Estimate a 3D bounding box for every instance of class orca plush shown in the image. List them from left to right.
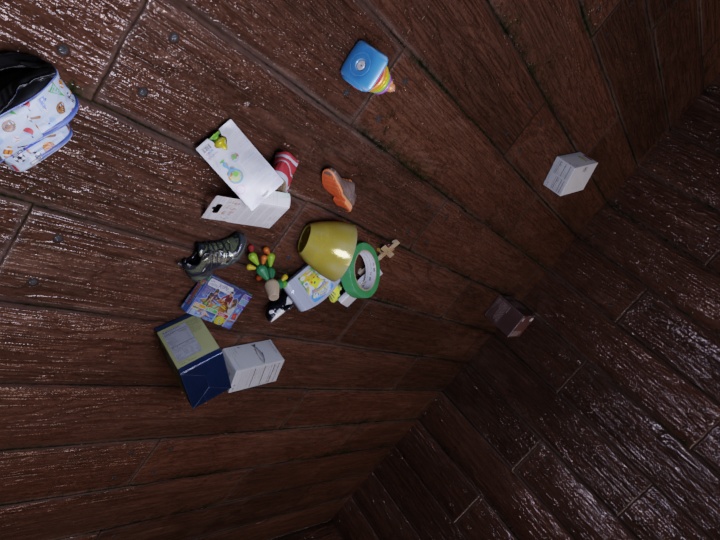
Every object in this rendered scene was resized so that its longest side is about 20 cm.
[{"bbox_3d":[-0.261,0.085,1.758,0.200,0.105,0.071,-38,115,-3],"label":"orca plush"}]

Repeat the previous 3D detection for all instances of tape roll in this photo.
[{"bbox_3d":[0.000,0.000,1.848,0.200,0.048,0.201,5,84,-55],"label":"tape roll"}]

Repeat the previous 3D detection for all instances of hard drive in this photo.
[{"bbox_3d":[0.001,0.061,2.008,0.200,0.027,0.132,-44,166,0],"label":"hard drive"}]

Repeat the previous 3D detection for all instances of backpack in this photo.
[{"bbox_3d":[-0.606,-0.285,0.903,0.190,0.200,0.154,-43,152,-12],"label":"backpack"}]

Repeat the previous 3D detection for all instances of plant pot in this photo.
[{"bbox_3d":[-0.120,-0.080,1.644,0.142,0.200,0.200,19,116,-23],"label":"plant pot"}]

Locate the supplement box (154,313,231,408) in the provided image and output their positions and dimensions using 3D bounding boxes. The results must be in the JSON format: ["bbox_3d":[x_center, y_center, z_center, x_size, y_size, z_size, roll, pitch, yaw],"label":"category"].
[{"bbox_3d":[-0.517,0.274,1.577,0.134,0.200,0.200,-26,143,-27],"label":"supplement box"}]

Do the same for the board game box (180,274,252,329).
[{"bbox_3d":[-0.444,0.096,1.587,0.136,0.034,0.200,-55,146,-3],"label":"board game box"}]

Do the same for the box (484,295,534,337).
[{"bbox_3d":[0.891,0.271,3.035,0.166,0.200,0.165,7,122,-49],"label":"box"}]

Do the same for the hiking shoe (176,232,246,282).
[{"bbox_3d":[-0.416,-0.050,1.443,0.200,0.076,0.101,-38,149,-7],"label":"hiking shoe"}]

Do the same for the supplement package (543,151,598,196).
[{"bbox_3d":[1.007,-0.465,2.436,0.199,0.111,0.156,-18,139,-34],"label":"supplement package"}]

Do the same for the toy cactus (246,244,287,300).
[{"bbox_3d":[-0.291,0.023,1.587,0.102,0.165,0.200,-21,140,3],"label":"toy cactus"}]

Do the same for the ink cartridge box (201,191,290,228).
[{"bbox_3d":[-0.312,-0.175,1.380,0.199,0.050,0.161,8,159,-29],"label":"ink cartridge box"}]

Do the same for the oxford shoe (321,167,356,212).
[{"bbox_3d":[-0.064,-0.268,1.596,0.073,0.071,0.200,-57,154,-15],"label":"oxford shoe"}]

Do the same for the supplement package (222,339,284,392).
[{"bbox_3d":[-0.401,0.345,1.850,0.200,0.117,0.118,-6,131,-43],"label":"supplement package"}]

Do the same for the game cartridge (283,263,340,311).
[{"bbox_3d":[-0.159,0.042,1.752,0.200,0.040,0.134,-43,112,-24],"label":"game cartridge"}]

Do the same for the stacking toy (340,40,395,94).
[{"bbox_3d":[0.045,-0.531,1.398,0.110,0.116,0.200,-55,159,17],"label":"stacking toy"}]

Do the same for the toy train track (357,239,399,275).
[{"bbox_3d":[0.065,-0.056,1.980,0.200,0.033,0.115,-40,154,5],"label":"toy train track"}]

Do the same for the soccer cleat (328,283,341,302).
[{"bbox_3d":[-0.109,0.044,1.894,0.083,0.065,0.201,1,138,-9],"label":"soccer cleat"}]

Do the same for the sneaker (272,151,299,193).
[{"bbox_3d":[-0.224,-0.254,1.426,0.200,0.071,0.113,131,-23,-64],"label":"sneaker"}]

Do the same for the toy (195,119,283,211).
[{"bbox_3d":[-0.304,-0.264,1.282,0.115,0.047,0.200,-45,114,-12],"label":"toy"}]
